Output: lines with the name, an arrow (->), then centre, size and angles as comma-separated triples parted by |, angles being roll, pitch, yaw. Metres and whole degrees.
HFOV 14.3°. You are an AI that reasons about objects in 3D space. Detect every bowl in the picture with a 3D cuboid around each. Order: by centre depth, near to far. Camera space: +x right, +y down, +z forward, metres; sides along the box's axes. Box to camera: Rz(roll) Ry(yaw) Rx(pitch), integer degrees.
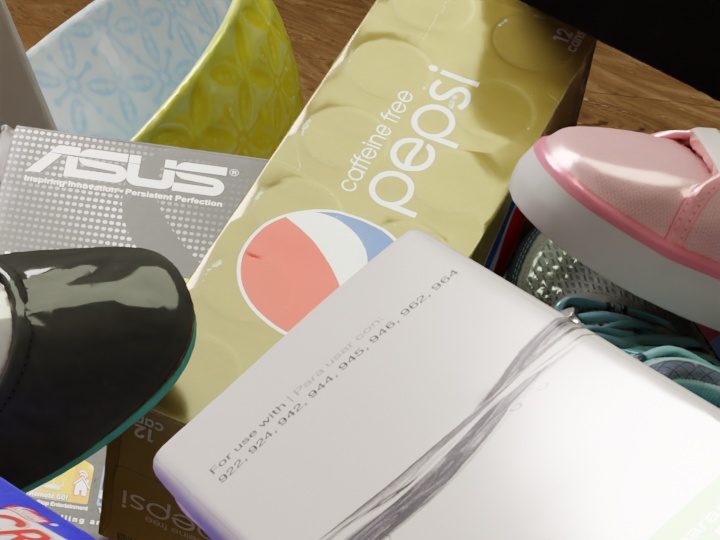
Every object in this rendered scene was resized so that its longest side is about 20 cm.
bowl -> -0.089, -0.018, 1.094 | 0.108, 0.200, 0.200 | 50, -5, -21

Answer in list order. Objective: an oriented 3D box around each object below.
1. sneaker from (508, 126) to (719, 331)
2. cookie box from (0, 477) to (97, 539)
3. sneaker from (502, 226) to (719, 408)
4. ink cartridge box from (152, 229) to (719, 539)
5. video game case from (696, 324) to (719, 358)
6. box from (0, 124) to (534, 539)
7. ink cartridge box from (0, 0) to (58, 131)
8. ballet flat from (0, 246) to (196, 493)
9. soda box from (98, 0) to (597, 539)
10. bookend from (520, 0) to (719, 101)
sneaker -> 0.147, -0.026, 0.794 | 0.200, 0.105, 0.075 | 19, 18, -11
cookie box -> -0.132, 0.100, 0.591 | 0.200, 0.075, 0.171 | -1, 15, -37
sneaker -> 0.083, 0.046, 0.773 | 0.077, 0.086, 0.200 | 1, 44, -12
ink cartridge box -> 0.059, 0.089, 0.568 | 0.146, 0.084, 0.200 | 51, -7, -27
video game case -> 0.194, 0.044, 0.951 | 0.199, 0.143, 0.017 | 8, 29, -1
box -> -0.023, 0.038, 0.856 | 0.199, 0.044, 0.160 | 8, 47, -1
ink cartridge box -> -0.221, -0.064, 0.981 | 0.200, 0.147, 0.146 | -24, 18, -9
ballet flat -> -0.140, 0.039, 0.734 | 0.200, 0.068, 0.068 | -25, -34, 15
soda box -> 0.000, 0.000, 0.821 | 0.068, 0.064, 0.200 | 22, 48, 11
bookend -> 0.148, -0.108, 0.916 | 0.198, 0.092, 0.200 | 26, 18, -7
